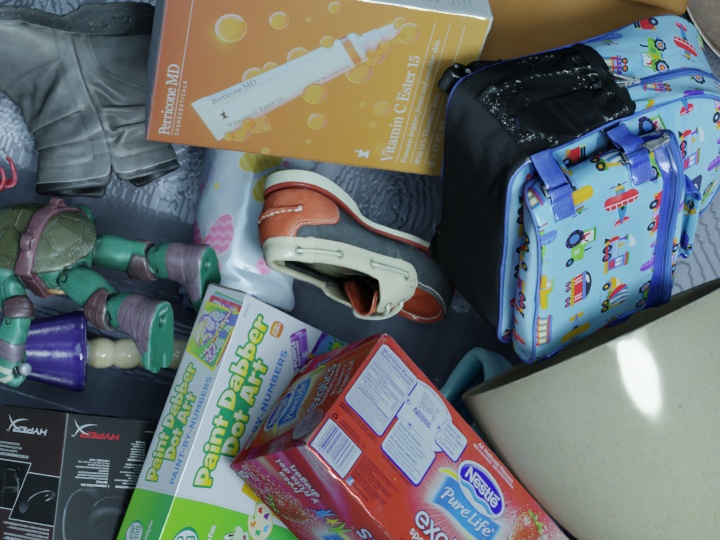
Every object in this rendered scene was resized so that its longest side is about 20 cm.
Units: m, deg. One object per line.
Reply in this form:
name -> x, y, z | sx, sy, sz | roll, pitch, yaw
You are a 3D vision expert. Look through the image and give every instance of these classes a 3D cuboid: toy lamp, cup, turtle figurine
toy lamp -> -0.141, 0.057, 1.047 | 0.197, 0.058, 0.059 | 1, 85, -12
cup -> 0.182, 0.107, 0.962 | 0.198, 0.200, 0.145 | -23, 88, -10
turtle figurine -> -0.200, 0.003, 0.978 | 0.198, 0.101, 0.151 | 13, 57, 20

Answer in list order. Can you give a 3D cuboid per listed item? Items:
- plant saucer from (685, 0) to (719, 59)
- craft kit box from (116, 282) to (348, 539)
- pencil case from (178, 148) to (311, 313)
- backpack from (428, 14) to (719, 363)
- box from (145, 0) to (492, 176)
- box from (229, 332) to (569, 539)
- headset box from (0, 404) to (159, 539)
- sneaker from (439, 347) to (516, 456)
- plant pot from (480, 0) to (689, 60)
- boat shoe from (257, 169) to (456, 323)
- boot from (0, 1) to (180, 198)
plant saucer -> 0.312, -0.233, 1.140 | 0.198, 0.037, 0.203 | 3, 82, -22
craft kit box -> -0.058, 0.136, 1.002 | 0.197, 0.048, 0.202 | 27, 79, -44
pencil case -> -0.076, -0.067, 1.052 | 0.082, 0.091, 0.203 | 11, 84, -21
backpack -> 0.155, -0.059, 0.939 | 0.198, 0.184, 0.135 | -21, 50, -20
box -> -0.032, -0.148, 0.944 | 0.197, 0.125, 0.098 | 6, 41, -11
box -> 0.028, 0.150, 0.943 | 0.200, 0.095, 0.100 | 48, 55, -15
headset box -> -0.173, 0.197, 0.979 | 0.148, 0.077, 0.203 | 13, 82, -51
sneaker -> 0.047, 0.141, 1.048 | 0.082, 0.073, 0.201 | 46, 67, -38
plant pot -> 0.128, -0.171, 1.051 | 0.197, 0.200, 0.142 | 9, 100, -8
boat shoe -> 0.000, 0.000, 1.023 | 0.071, 0.199, 0.063 | -16, 59, 31
boot -> -0.229, -0.116, 1.043 | 0.197, 0.070, 0.134 | -4, 91, -5
